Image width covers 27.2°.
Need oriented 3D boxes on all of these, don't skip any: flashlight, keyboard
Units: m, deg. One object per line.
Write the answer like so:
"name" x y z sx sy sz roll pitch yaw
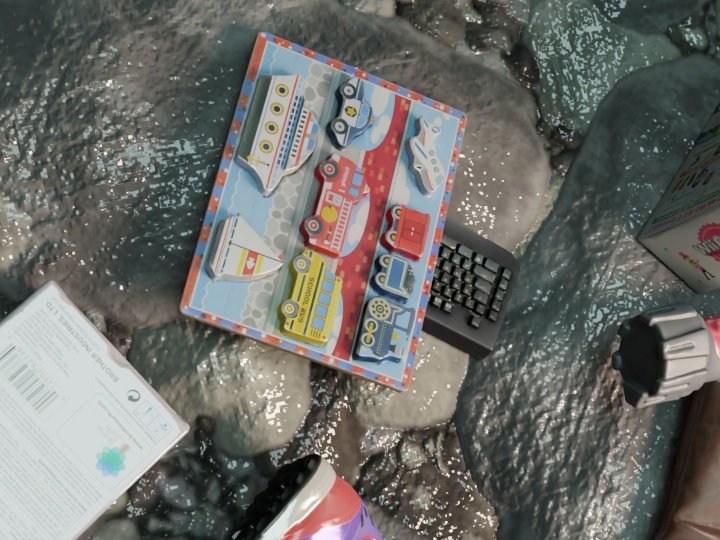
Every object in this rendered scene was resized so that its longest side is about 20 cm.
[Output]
"flashlight" 0.255 0.035 0.979 0.199 0.068 0.068 -8 67 -33
"keyboard" 0.000 0.000 0.942 0.199 0.021 0.128 27 69 -11

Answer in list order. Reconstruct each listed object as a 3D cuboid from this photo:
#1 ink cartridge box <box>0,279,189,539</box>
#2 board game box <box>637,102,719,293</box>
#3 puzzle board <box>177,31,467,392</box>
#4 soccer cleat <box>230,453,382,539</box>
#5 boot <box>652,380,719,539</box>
"ink cartridge box" -0.207 0.114 0.829 0.119 0.042 0.200 48 64 -3
"board game box" 0.289 -0.092 0.999 0.064 0.147 0.200 40 68 -9
"puzzle board" -0.018 -0.040 0.930 0.150 0.017 0.201 20 64 -15
"soccer cleat" -0.065 0.199 0.847 0.073 0.068 0.200 46 66 -12
"boot" 0.273 0.186 0.972 0.186 0.064 0.201 31 65 -8
